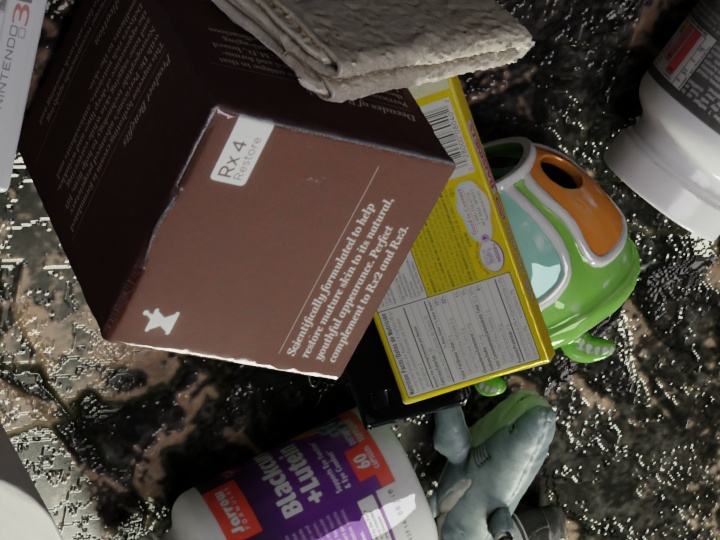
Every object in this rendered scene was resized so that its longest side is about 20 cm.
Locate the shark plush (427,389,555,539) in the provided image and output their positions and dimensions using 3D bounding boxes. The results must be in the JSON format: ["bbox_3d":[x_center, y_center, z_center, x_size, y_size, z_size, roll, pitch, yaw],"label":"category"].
[{"bbox_3d":[0.079,0.171,1.990,0.091,0.083,0.201,19,102,-34],"label":"shark plush"}]

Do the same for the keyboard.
[{"bbox_3d":[0.000,0.000,1.838,0.104,0.040,0.201,-14,99,17],"label":"keyboard"}]

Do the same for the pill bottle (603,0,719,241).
[{"bbox_3d":[0.255,-0.126,1.877,0.116,0.116,0.200,27,106,-38],"label":"pill bottle"}]

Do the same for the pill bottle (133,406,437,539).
[{"bbox_3d":[-0.058,0.180,1.919,0.199,0.111,0.112,-26,129,-11],"label":"pill bottle"}]

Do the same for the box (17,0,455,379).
[{"bbox_3d":[-0.078,-0.069,1.677,0.164,0.200,0.166,11,122,-32],"label":"box"}]

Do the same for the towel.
[{"bbox_3d":[0.000,-0.154,1.672,0.200,0.132,0.035,-14,140,-49],"label":"towel"}]

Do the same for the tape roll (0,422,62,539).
[{"bbox_3d":[-0.296,0.168,1.768,0.202,0.139,0.203,-14,127,-19],"label":"tape roll"}]

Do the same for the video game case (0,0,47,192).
[{"bbox_3d":[-0.261,-0.150,1.558,0.199,0.024,0.183,13,88,-38],"label":"video game case"}]

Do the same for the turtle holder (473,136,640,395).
[{"bbox_3d":[0.085,-0.012,1.868,0.141,0.185,0.132,-49,123,-36],"label":"turtle holder"}]

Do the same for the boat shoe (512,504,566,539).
[{"bbox_3d":[0.128,0.261,2.097,0.063,0.071,0.201,-14,124,-18],"label":"boat shoe"}]

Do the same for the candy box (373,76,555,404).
[{"bbox_3d":[0.042,-0.024,1.786,0.102,0.026,0.201,-16,99,21],"label":"candy box"}]
